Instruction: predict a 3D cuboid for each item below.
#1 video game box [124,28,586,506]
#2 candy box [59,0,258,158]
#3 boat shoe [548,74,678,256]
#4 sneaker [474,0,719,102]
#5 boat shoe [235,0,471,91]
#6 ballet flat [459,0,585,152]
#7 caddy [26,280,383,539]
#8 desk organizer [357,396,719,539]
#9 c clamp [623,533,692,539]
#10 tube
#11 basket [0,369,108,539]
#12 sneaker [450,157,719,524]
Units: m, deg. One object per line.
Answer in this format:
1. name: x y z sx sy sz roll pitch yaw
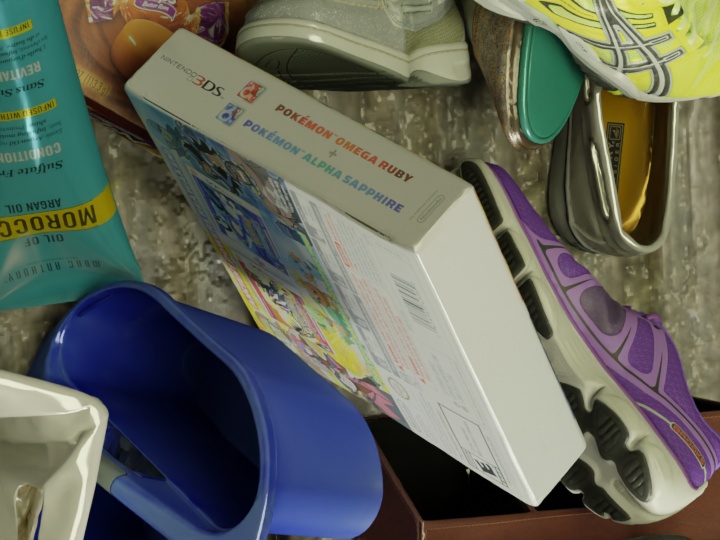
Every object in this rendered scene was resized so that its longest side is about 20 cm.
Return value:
1. video game box: 0.000 0.000 1.301 0.047 0.182 0.200 -49 143 -18
2. candy box: -0.084 -0.164 1.345 0.116 0.056 0.201 29 82 -28
3. boat shoe: 0.135 -0.105 1.461 0.071 0.070 0.201 1 97 -28
4. sneaker: 0.130 -0.127 1.370 0.199 0.076 0.076 17 80 -38
5. boat shoe: -0.001 -0.116 1.344 0.202 0.074 0.065 -4 93 -66
6. ballet flat: 0.083 -0.155 1.428 0.068 0.067 0.201 25 76 -51
7. caddy: -0.085 0.091 1.301 0.105 0.200 0.142 17 104 -40
8. desk organizer: 0.098 0.109 1.470 0.199 0.072 0.077 -3 96 -28
9. c clamp: 0.093 0.177 1.454 0.199 0.171 0.027 -11 66 -12
10. tube: -0.148 -0.063 1.287 0.077 0.051 0.201 -5 130 5
11. basket: -0.227 0.091 1.242 0.199 0.123 0.136 15 89 -22
12. sneaker: 0.104 0.032 1.437 0.083 0.081 0.200 -25 78 -41
